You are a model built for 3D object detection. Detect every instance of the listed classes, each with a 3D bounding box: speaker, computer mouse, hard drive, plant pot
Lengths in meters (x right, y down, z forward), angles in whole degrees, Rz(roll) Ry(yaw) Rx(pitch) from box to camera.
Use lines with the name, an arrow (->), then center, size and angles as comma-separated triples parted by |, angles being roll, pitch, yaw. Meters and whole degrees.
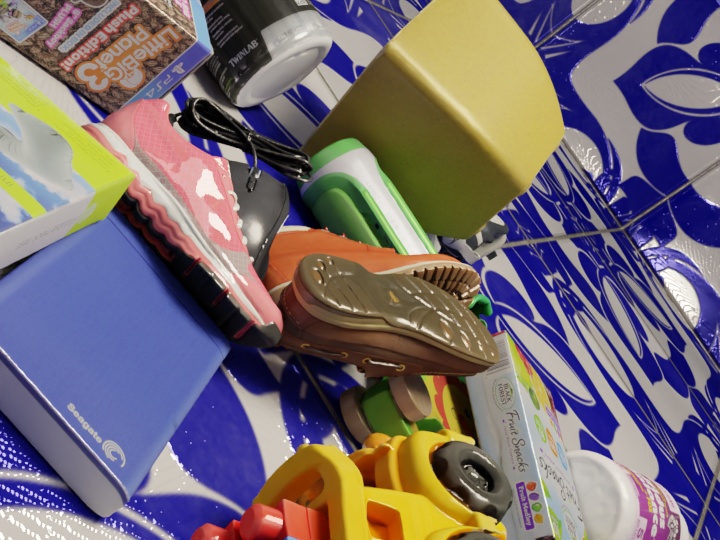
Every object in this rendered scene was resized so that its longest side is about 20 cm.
speaker -> 0.019, -0.027, 1.080 | 0.200, 0.088, 0.088 | 58, 20, 10
computer mouse -> -0.114, -0.074, 0.874 | 0.140, 0.046, 0.200 | 27, 39, -5
hard drive -> -0.152, 0.042, 0.667 | 0.132, 0.025, 0.200 | 51, 20, -10
plant pot -> 0.094, -0.153, 1.166 | 0.200, 0.194, 0.196 | 42, 48, -4

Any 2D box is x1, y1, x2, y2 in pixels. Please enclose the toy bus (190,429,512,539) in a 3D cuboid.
toy bus -> -0.009, 0.171, 0.662 | 0.192, 0.136, 0.200 | 26, 28, -22

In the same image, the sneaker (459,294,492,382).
sneaker -> 0.091, 0.038, 1.139 | 0.074, 0.083, 0.200 | 17, 41, -59

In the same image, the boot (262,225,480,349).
boot -> 0.000, 0.000, 0.916 | 0.199, 0.075, 0.107 | -2, 39, -25

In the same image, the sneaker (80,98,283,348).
sneaker -> -0.108, -0.037, 0.773 | 0.087, 0.074, 0.200 | -43, 99, -29

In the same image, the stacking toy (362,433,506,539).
stacking toy -> 0.058, 0.196, 0.805 | 0.200, 0.110, 0.116 | 51, -6, 29

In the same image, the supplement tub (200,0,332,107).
supplement tub -> -0.127, -0.273, 1.099 | 0.200, 0.122, 0.122 | 57, 20, 6

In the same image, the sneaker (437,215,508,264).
sneaker -> 0.134, -0.076, 1.435 | 0.130, 0.079, 0.199 | 50, 20, -15

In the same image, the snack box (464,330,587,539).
snack box -> 0.151, 0.174, 1.005 | 0.142, 0.053, 0.201 | 48, 27, -49

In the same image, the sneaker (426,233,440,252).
sneaker -> 0.039, -0.093, 1.279 | 0.080, 0.070, 0.201 | 37, 33, -51

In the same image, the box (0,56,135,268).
box -> -0.221, -0.058, 0.618 | 0.122, 0.048, 0.200 | 41, 20, 0

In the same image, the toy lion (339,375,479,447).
toy lion -> 0.070, 0.141, 0.975 | 0.192, 0.068, 0.200 | 58, 19, -11

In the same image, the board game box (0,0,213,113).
board game box -> -0.224, -0.238, 0.857 | 0.200, 0.097, 0.160 | 36, 26, -41

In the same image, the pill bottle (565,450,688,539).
pill bottle -> 0.257, 0.254, 1.122 | 0.200, 0.112, 0.113 | 29, 31, -49

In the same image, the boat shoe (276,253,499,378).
boat shoe -> 0.019, 0.045, 0.847 | 0.200, 0.068, 0.072 | 18, 36, -35
